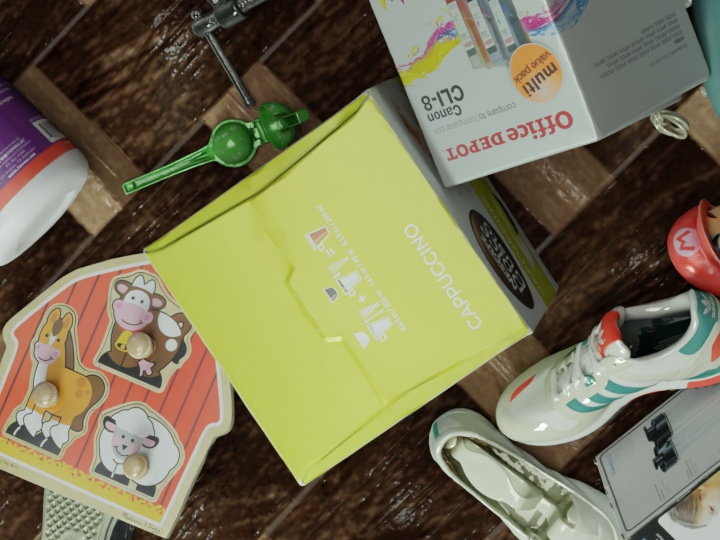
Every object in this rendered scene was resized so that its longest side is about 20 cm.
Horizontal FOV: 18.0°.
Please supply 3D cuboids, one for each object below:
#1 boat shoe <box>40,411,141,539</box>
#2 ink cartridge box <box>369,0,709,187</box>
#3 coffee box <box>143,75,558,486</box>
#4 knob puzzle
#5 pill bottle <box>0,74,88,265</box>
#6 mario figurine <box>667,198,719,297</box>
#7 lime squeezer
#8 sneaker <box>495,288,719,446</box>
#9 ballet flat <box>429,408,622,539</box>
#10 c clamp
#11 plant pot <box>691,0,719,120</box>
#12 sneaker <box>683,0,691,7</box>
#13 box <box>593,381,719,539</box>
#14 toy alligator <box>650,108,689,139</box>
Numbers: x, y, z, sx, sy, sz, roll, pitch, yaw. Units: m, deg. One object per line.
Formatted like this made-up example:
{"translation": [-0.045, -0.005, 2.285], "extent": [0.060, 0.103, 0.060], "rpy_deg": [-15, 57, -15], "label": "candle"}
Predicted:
{"translation": [-0.206, 0.184, 1.756], "extent": [0.074, 0.062, 0.201], "rpy_deg": [11, 85, 14], "label": "boat shoe"}
{"translation": [0.110, -0.180, 1.510], "extent": [0.145, 0.144, 0.201], "rpy_deg": [-16, 100, 45], "label": "ink cartridge box"}
{"translation": [0.000, 0.000, 1.617], "extent": [0.200, 0.198, 0.200], "rpy_deg": [-34, 91, 13], "label": "coffee box"}
{"translation": [-0.187, 0.078, 1.723], "extent": [0.219, 0.030, 0.221], "rpy_deg": [-2, 80, 12], "label": "knob puzzle"}
{"translation": [-0.307, -0.106, 1.704], "extent": [0.200, 0.112, 0.113], "rpy_deg": [43, 103, 2], "label": "pill bottle"}
{"translation": [0.313, -0.039, 1.596], "extent": [0.199, 0.124, 0.106], "rpy_deg": [-14, 108, 8], "label": "mario figurine"}
{"translation": [-0.090, -0.092, 1.693], "extent": [0.200, 0.071, 0.038], "rpy_deg": [-18, 113, 42], "label": "lime squeezer"}
{"translation": [0.175, 0.061, 1.630], "extent": [0.199, 0.093, 0.071], "rpy_deg": [-21, 55, 22], "label": "sneaker"}
{"translation": [0.132, 0.176, 1.687], "extent": [0.200, 0.069, 0.070], "rpy_deg": [36, 103, 4], "label": "ballet flat"}
{"translation": [-0.061, -0.234, 1.651], "extent": [0.200, 0.027, 0.171], "rpy_deg": [-31, 104, 32], "label": "c clamp"}
{"translation": [0.316, -0.171, 1.540], "extent": [0.200, 0.201, 0.162], "rpy_deg": [7, 106, 10], "label": "plant pot"}
{"translation": [0.230, -0.280, 1.609], "extent": [0.086, 0.075, 0.201], "rpy_deg": [14, 99, -17], "label": "sneaker"}
{"translation": [0.269, 0.120, 1.623], "extent": [0.200, 0.117, 0.060], "rpy_deg": [-40, 113, 12], "label": "box"}
{"translation": [0.159, -0.164, 1.640], "extent": [0.200, 0.059, 0.054], "rpy_deg": [31, 61, 6], "label": "toy alligator"}
